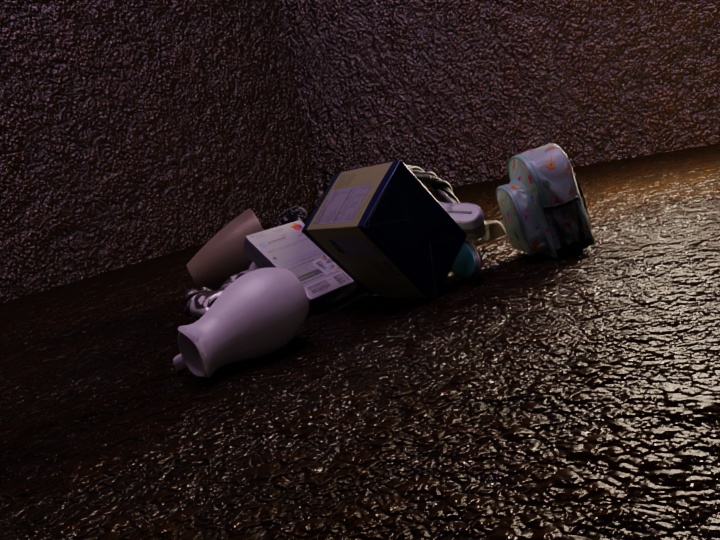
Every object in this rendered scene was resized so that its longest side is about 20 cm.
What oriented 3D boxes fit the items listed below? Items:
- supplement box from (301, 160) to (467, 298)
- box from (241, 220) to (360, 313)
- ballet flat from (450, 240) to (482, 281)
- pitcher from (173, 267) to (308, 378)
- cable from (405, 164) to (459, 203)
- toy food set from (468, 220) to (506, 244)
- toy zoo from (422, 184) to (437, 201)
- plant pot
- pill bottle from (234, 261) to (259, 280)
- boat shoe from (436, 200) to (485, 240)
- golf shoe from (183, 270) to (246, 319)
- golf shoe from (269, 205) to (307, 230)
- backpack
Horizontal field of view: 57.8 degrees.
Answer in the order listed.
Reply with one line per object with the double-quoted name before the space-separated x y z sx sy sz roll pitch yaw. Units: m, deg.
"supplement box" 0.040 -0.066 1.150 0.198 0.200 0.136 2 55 54
"box" -0.113 -0.012 1.276 0.199 0.042 0.154 42 38 23
"ballet flat" 0.192 -0.023 1.224 0.062 0.069 0.199 10 8 -22
"pitcher" -0.186 0.084 0.983 0.198 0.123 0.171 -32 3 -32
"cable" 0.143 -0.169 1.382 0.051 0.198 0.164 -50 7 35
"toy food set" 0.204 -0.049 1.426 0.196 0.062 0.143 -16 -1 -30
"toy zoo" 0.117 -0.132 1.379 0.197 0.133 0.021 -4 -36 -45
"plant pot" -0.314 -0.019 1.584 0.197 0.191 0.187 -28 12 -10
"pill bottle" -0.162 0.014 1.342 0.102 0.107 0.198 -4 13 40
"boat shoe" 0.145 -0.092 1.237 0.196 0.063 0.073 12 54 36
"golf shoe" -0.263 0.062 1.343 0.197 0.080 0.093 -23 32 -40
"golf shoe" -0.168 -0.051 1.479 0.077 0.203 0.094 35 12 24
"backpack" 0.344 -0.133 1.248 0.149 0.206 0.176 -12 10 0
